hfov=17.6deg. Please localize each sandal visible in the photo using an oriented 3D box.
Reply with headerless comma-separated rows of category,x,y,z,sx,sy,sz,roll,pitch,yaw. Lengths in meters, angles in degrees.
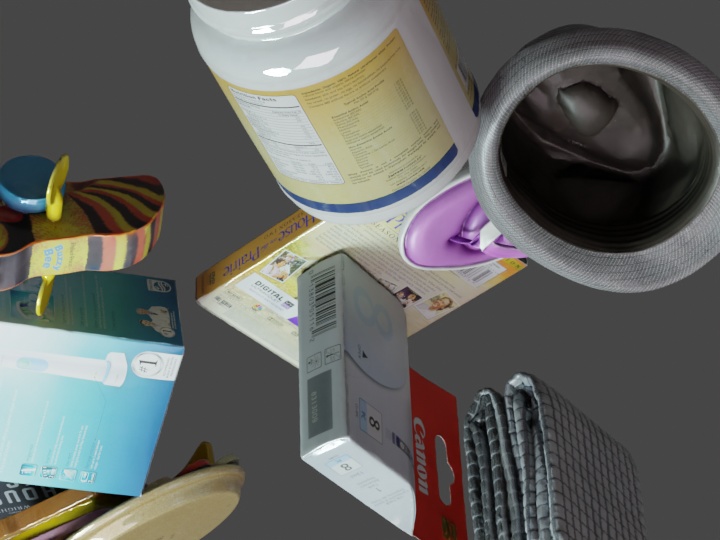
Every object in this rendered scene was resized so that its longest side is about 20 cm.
sandal,0.126,-0.040,1.621,0.202,0.050,0.083,-13,124,-11

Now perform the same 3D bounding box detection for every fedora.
fedora,0.163,-0.089,1.550,0.200,0.090,0.177,32,116,-21

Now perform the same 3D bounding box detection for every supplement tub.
supplement tub,-0.019,-0.139,1.439,0.144,0.145,0.200,-16,139,12

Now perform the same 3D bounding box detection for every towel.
towel,0.156,0.200,1.820,0.085,0.200,0.166,-26,135,24

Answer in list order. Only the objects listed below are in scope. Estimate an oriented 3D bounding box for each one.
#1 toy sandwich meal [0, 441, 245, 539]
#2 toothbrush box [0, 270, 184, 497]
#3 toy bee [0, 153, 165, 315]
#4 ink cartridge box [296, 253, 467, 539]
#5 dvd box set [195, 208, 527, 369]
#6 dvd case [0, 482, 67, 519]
toy sandwich meal,-0.186,0.189,1.820,0.205,0.070,0.205,-28,164,-9
toothbrush box,-0.242,0.074,1.689,0.199,0.085,0.147,7,125,-16
toy bee,-0.231,-0.016,1.585,0.199,0.109,0.131,-13,136,4
ink cartridge box,0.031,0.104,1.672,0.047,0.160,0.200,-27,136,27
dvd box set,0.000,0.000,1.694,0.200,0.029,0.146,-32,133,29
dvd case,-0.304,0.141,1.830,0.150,0.025,0.200,-10,139,4
